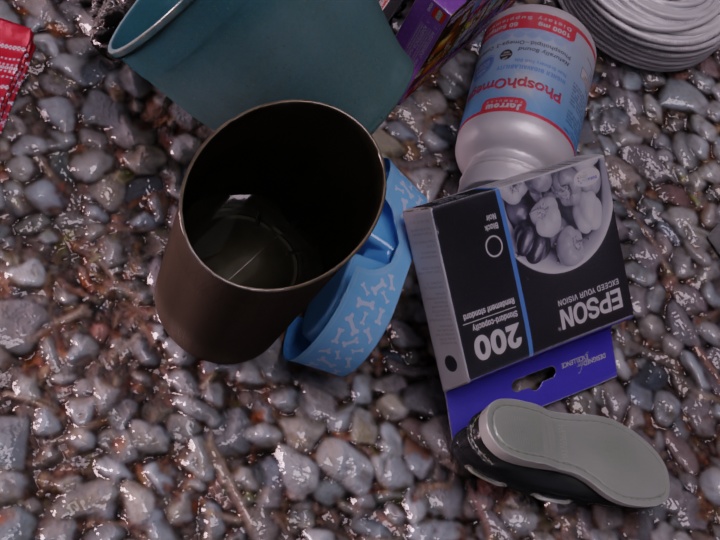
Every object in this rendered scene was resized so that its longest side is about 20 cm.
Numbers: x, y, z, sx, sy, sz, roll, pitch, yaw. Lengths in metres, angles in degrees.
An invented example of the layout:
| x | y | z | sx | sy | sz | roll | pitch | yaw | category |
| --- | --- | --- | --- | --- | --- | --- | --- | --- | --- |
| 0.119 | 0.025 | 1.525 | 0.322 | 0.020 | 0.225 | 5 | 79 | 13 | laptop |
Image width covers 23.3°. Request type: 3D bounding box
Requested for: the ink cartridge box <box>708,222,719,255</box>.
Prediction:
| x | y | z | sx | sy | sz | roll | pitch | yaw | category |
| --- | --- | --- | --- | --- | --- | --- | --- | --- | --- |
| 0.426 | -0.034 | 1.570 | 0.083 | 0.200 | 0.146 | -20 | 71 | -30 | ink cartridge box |

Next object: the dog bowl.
| x | y | z | sx | sy | sz | roll | pitch | yaw | category |
| --- | --- | --- | --- | --- | --- | --- | --- | --- | --- |
| 0.000 | 0.000 | 1.437 | 0.049 | 0.111 | 0.201 | 30 | 54 | -16 | dog bowl |

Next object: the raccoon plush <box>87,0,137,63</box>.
| x | y | z | sx | sy | sz | roll | pitch | yaw | category |
| --- | --- | --- | --- | --- | --- | --- | --- | --- | --- |
| -0.179 | -0.253 | 1.537 | 0.199 | 0.097 | 0.134 | 10 | 47 | -37 | raccoon plush |

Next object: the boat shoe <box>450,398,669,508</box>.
| x | y | z | sx | sy | sz | roll | pitch | yaw | category |
| --- | --- | --- | --- | --- | --- | --- | --- | --- | --- |
| 0.167 | 0.156 | 1.441 | 0.199 | 0.060 | 0.076 | 24 | 52 | -25 | boat shoe |

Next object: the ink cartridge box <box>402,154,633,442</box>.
| x | y | z | sx | sy | sz | roll | pitch | yaw | category |
| --- | --- | --- | --- | --- | --- | --- | --- | --- | --- |
| 0.141 | 0.022 | 1.456 | 0.197 | 0.043 | 0.201 | -18 | 101 | -34 | ink cartridge box |

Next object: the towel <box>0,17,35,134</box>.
| x | y | z | sx | sy | sz | roll | pitch | yaw | category |
| --- | --- | --- | --- | --- | --- | --- | --- | --- | --- |
| -0.360 | -0.143 | 1.425 | 0.144 | 0.023 | 0.201 | 20 | 57 | -9 | towel |

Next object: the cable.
| x | y | z | sx | sy | sz | roll | pitch | yaw | category |
| --- | --- | --- | --- | --- | --- | --- | --- | --- | --- |
| 0.288 | -0.293 | 1.745 | 0.199 | 0.069 | 0.200 | 31 | 56 | -2 | cable |

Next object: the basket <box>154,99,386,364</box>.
| x | y | z | sx | sy | sz | roll | pitch | yaw | category |
| --- | --- | --- | --- | --- | --- | --- | --- | --- | --- |
| -0.086 | -0.015 | 1.349 | 0.136 | 0.200 | 0.180 | 44 | 58 | 4 | basket |

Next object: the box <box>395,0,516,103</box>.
| x | y | z | sx | sy | sz | roll | pitch | yaw | category |
| --- | --- | --- | --- | --- | --- | --- | --- | --- | --- |
| 0.102 | -0.253 | 1.604 | 0.039 | 0.137 | 0.200 | 42 | 56 | 6 | box |

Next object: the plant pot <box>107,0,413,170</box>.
| x | y | z | sx | sy | sz | roll | pitch | yaw | category |
| --- | --- | --- | --- | --- | --- | --- | --- | --- | --- |
| -0.064 | -0.183 | 1.389 | 0.188 | 0.200 | 0.201 | 43 | 53 | -19 | plant pot |

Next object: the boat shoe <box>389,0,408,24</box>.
| x | y | z | sx | sy | sz | roll | pitch | yaw | category |
| --- | --- | --- | --- | --- | --- | --- | --- | --- | --- |
| 0.007 | -0.250 | 1.610 | 0.199 | 0.074 | 0.066 | -16 | 97 | -38 | boat shoe |

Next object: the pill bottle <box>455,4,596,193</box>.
| x | y | z | sx | sy | sz | roll | pitch | yaw | category |
| --- | --- | --- | --- | --- | --- | --- | --- | --- | --- |
| 0.146 | -0.134 | 1.570 | 0.108 | 0.109 | 0.201 | 22 | 56 | -9 | pill bottle |

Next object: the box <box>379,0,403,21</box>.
| x | y | z | sx | sy | sz | roll | pitch | yaw | category |
| --- | --- | --- | --- | --- | --- | --- | --- | --- | --- |
| -0.040 | -0.298 | 1.531 | 0.198 | 0.050 | 0.200 | 39 | 61 | -12 | box |
